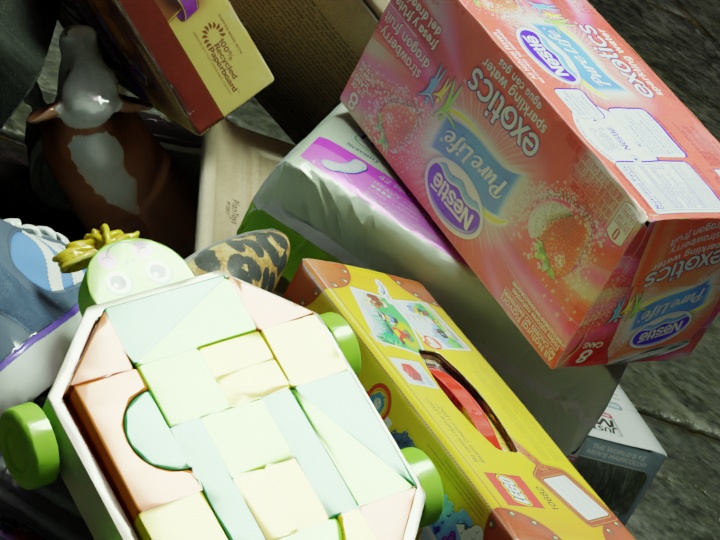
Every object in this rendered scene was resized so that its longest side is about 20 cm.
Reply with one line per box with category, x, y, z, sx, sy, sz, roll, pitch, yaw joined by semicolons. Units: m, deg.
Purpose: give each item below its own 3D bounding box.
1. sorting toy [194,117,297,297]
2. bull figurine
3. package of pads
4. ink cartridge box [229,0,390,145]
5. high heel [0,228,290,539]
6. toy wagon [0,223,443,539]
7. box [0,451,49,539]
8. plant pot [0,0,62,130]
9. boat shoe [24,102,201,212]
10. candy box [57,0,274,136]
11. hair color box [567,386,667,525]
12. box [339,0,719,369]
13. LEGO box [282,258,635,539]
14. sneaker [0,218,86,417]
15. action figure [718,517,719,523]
sorting toy;0.000;0.000;1.069;0.199;0.037;0.186;22;30;-16
bull figurine;-0.136;-0.058;1.109;0.122;0.065;0.201;54;-8;52
package of pads;0.054;-0.011;1.027;0.199;0.068;0.155;34;30;4
ink cartridge box;0.007;-0.126;1.151;0.164;0.075;0.200;3;-37;48
high heel;-0.046;0.070;0.855;0.142;0.072;0.200;30;51;14
toy wagon;-0.063;0.057;0.789;0.154;0.040;0.201;-16;63;-33
box;-0.167;0.104;0.836;0.199;0.039;0.137;25;21;-12
plant pot;-0.265;-0.123;1.035;0.177;0.200;0.200;33;19;-17
boat shoe;-0.110;-0.060;1.238;0.200;0.072;0.061;15;29;-27
candy box;-0.129;-0.153;1.088;0.117;0.056;0.200;59;-11;-27
hair color box;0.098;0.067;1.232;0.098;0.061;0.200;16;24;-27
box;0.092;-0.055;0.964;0.102;0.095;0.200;-2;43;-42
LEGO box;0.014;0.116;0.890;0.077;0.150;0.200;11;27;-39
sneaker;-0.175;-0.012;0.887;0.147;0.080;0.200;51;12;-4
action figure;0.198;0.188;1.034;0.199;0.103;0.119;17;12;-26
